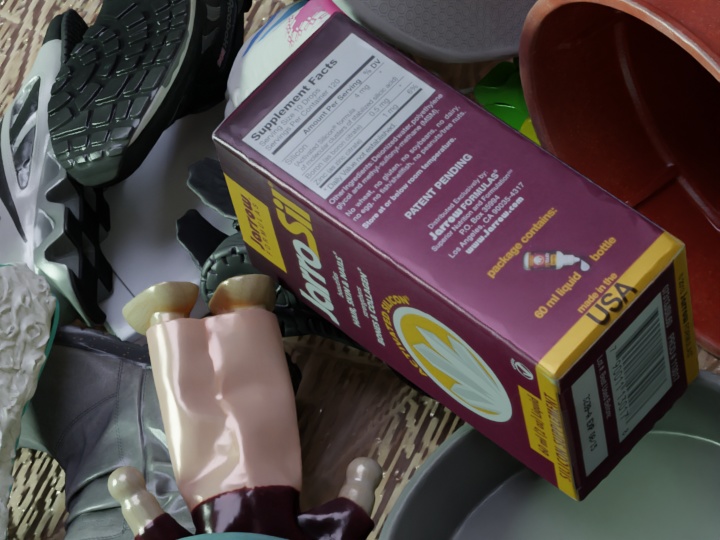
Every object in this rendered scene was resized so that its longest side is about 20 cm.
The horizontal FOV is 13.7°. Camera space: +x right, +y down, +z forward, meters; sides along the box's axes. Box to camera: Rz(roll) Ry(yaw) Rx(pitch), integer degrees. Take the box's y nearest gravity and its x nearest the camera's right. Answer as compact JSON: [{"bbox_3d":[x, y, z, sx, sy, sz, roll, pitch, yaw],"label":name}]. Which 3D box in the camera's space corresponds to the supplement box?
[{"bbox_3d":[0.041,-0.007,1.288,0.200,0.110,0.086,35,69,27],"label":"supplement box"}]

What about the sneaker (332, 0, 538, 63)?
[{"bbox_3d":[0.033,-0.133,1.388,0.099,0.200,0.071,13,97,47],"label":"sneaker"}]

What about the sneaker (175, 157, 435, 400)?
[{"bbox_3d":[-0.001,0.003,1.417,0.199,0.060,0.104,16,21,8],"label":"sneaker"}]

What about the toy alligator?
[{"bbox_3d":[0.097,-0.087,1.446,0.200,0.054,0.059,19,40,28],"label":"toy alligator"}]

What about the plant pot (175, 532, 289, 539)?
[{"bbox_3d":[-0.054,0.212,1.168,0.199,0.200,0.188,-7,39,21],"label":"plant pot"}]

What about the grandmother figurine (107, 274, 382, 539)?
[{"bbox_3d":[-0.049,0.103,1.318,0.121,0.061,0.201,-8,69,-4],"label":"grandmother figurine"}]

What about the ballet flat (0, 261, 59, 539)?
[{"bbox_3d":[-0.195,0.089,1.382,0.072,0.072,0.201,8,82,32],"label":"ballet flat"}]

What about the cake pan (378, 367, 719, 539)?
[{"bbox_3d":[0.102,0.127,1.272,0.200,0.037,0.201,-15,44,15],"label":"cake pan"}]

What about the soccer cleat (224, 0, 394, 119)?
[{"bbox_3d":[-0.024,-0.088,1.441,0.086,0.070,0.200,-42,8,0],"label":"soccer cleat"}]

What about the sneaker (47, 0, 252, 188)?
[{"bbox_3d":[-0.092,-0.103,1.510,0.076,0.088,0.200,-13,41,29],"label":"sneaker"}]

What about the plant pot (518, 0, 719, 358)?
[{"bbox_3d":[0.209,-0.088,1.326,0.195,0.201,0.201,-35,43,-21],"label":"plant pot"}]

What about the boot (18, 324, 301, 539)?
[{"bbox_3d":[-0.129,0.095,1.403,0.199,0.070,0.132,-6,53,29],"label":"boot"}]

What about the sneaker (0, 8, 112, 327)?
[{"bbox_3d":[-0.172,-0.051,1.517,0.088,0.074,0.200,-13,46,17],"label":"sneaker"}]

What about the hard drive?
[{"bbox_3d":[-0.064,-0.049,1.534,0.200,0.027,0.132,-35,43,-8],"label":"hard drive"}]
